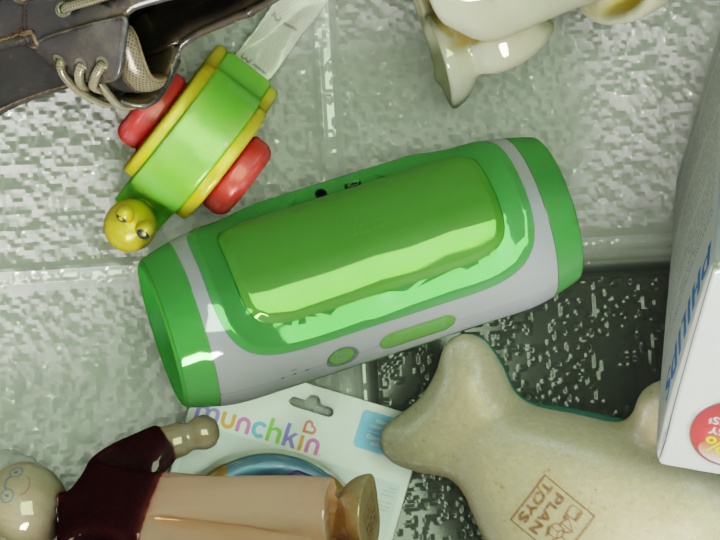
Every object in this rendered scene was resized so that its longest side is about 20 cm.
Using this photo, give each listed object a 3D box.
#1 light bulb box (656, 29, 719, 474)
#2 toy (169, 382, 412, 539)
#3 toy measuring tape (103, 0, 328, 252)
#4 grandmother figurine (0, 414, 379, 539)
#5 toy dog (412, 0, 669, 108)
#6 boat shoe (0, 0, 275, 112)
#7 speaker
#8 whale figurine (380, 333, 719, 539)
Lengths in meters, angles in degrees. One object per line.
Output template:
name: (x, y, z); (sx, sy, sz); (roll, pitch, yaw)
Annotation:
light bulb box: (0.246, -0.005, 1.112); (0.198, 0.125, 0.200); (10, 42, 2)
toy: (-0.046, 0.151, 1.160); (0.115, 0.047, 0.201); (18, 86, -10)
toy measuring tape: (-0.055, -0.091, 1.151); (0.074, 0.074, 0.200); (38, 83, -8)
grandmother figurine: (-0.094, 0.113, 1.117); (0.199, 0.121, 0.061); (4, 129, 15)
toy dog: (0.111, -0.184, 1.127); (0.200, 0.194, 0.140); (-21, 84, -2)
boat shoe: (-0.116, -0.113, 1.096); (0.200, 0.074, 0.073); (-30, 67, 20)
speaker: (0.000, 0.000, 1.152); (0.199, 0.088, 0.089); (-18, 92, -11)
whale figurine: (0.109, 0.112, 1.170); (0.200, 0.104, 0.159); (36, 108, 7)
